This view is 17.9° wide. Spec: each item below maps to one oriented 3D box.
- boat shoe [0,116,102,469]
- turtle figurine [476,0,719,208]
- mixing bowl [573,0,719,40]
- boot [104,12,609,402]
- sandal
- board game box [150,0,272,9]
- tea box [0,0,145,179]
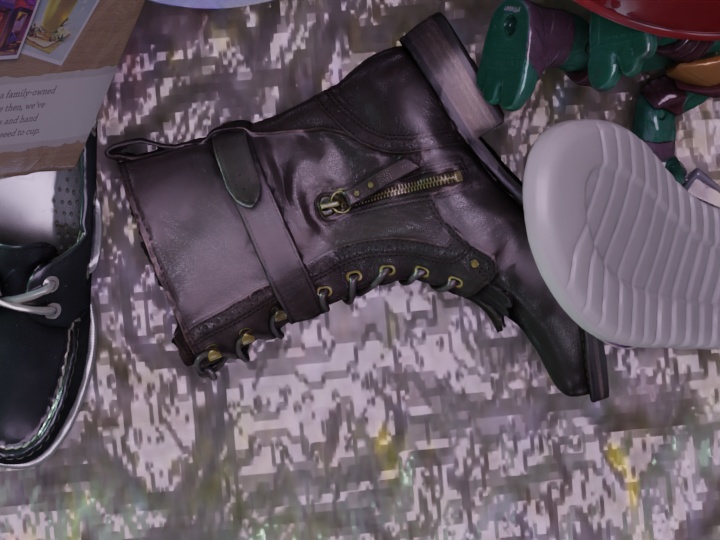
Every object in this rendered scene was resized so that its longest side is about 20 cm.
[{"bbox_3d":[-0.149,-0.012,0.986,0.075,0.060,0.200,0,91,-4],"label":"boat shoe"},{"bbox_3d":[0.156,-0.083,0.982,0.200,0.150,0.101,9,61,-37],"label":"turtle figurine"},{"bbox_3d":[0.140,-0.197,0.850,0.200,0.108,0.201,1,80,-7],"label":"mixing bowl"},{"bbox_3d":[0.000,0.000,1.002,0.174,0.069,0.200,-29,89,3],"label":"boot"},{"bbox_3d":[0.108,-0.004,0.946,0.050,0.203,0.083,1,75,34],"label":"sandal"},{"bbox_3d":[-0.065,-0.214,1.001,0.158,0.039,0.200,15,93,-10],"label":"board game box"},{"bbox_3d":[-0.210,-0.133,0.850,0.197,0.200,0.134,36,115,25],"label":"tea box"}]
